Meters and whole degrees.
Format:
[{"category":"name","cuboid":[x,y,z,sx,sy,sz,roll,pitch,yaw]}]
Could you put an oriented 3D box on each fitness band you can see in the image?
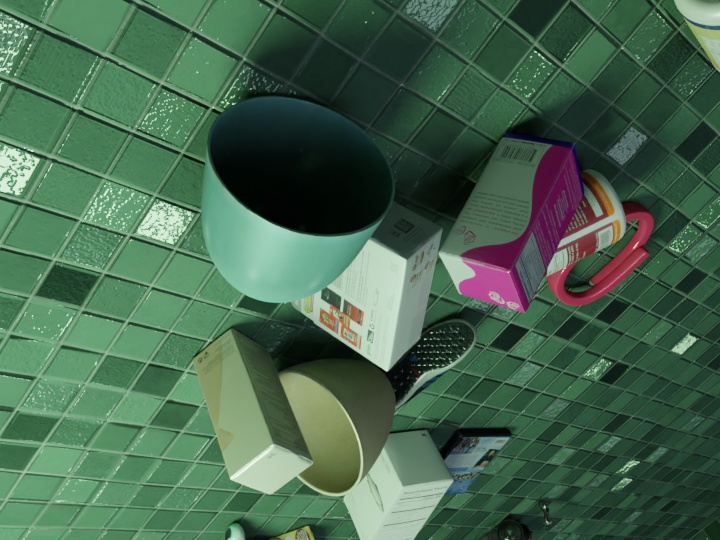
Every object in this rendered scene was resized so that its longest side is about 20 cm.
[{"category":"fitness band","cuboid":[0.395,-0.026,1.255,0.143,0.038,0.200,27,113,-41]}]

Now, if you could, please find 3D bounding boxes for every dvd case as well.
[{"category":"dvd case","cuboid":[0.206,0.395,1.573,0.142,0.018,0.201,8,127,-34]}]

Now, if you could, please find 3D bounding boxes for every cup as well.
[{"category":"cup","cuboid":[-0.029,0.213,1.155,0.143,0.200,0.201,-27,147,-44]}]

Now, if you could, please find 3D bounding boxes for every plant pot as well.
[{"category":"plant pot","cuboid":[-0.082,-0.062,0.837,0.199,0.202,0.161,-3,143,-26]}]

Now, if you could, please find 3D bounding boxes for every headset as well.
[{"category":"headset","cuboid":[0.376,0.640,1.889,0.199,0.095,0.123,-27,145,21]}]

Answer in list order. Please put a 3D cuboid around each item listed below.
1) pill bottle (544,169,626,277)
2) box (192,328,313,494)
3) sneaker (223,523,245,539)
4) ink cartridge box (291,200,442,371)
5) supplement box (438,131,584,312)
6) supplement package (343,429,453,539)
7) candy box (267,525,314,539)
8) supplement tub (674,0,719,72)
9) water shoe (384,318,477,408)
[{"category":"pill bottle","cuboid":[0.263,-0.054,1.091,0.199,0.113,0.113,-25,139,-4]},{"category":"box","cuboid":[-0.147,0.187,1.030,0.078,0.201,0.095,-37,138,10]},{"category":"sneaker","cuboid":[-0.182,0.557,1.420,0.139,0.078,0.202,-3,100,-18]},{"category":"ink cartridge box","cuboid":[0.000,0.000,0.995,0.084,0.175,0.201,-40,150,-38]},{"category":"supplement box","cuboid":[0.197,-0.063,0.982,0.201,0.101,0.104,-58,143,-21]},{"category":"supplement package","cuboid":[0.067,0.409,1.434,0.117,0.117,0.201,1,130,-30]},{"category":"candy box","cuboid":[-0.185,0.585,1.511,0.198,0.055,0.116,-14,135,-16]},{"category":"supplement tub","cuboid":[0.480,-0.318,0.929,0.144,0.145,0.199,-46,136,18]},{"category":"water shoe","cuboid":[0.105,0.149,1.253,0.200,0.072,0.079,-38,166,7]}]
